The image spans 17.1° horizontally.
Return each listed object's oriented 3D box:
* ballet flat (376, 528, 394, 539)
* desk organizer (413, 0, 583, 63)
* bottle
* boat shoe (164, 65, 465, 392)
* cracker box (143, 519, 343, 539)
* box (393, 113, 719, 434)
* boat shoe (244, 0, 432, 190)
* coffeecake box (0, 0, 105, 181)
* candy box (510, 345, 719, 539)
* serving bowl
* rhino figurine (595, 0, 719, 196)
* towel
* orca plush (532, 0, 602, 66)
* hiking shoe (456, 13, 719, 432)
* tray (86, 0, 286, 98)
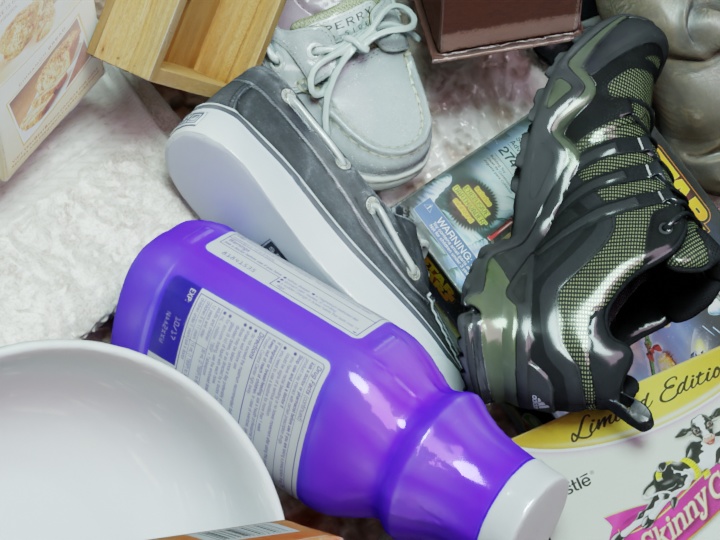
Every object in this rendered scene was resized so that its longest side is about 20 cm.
[{"bbox_3d":[0.009,0.181,0.990,0.067,0.062,0.201,36,52,-51],"label":"ballet flat"},{"bbox_3d":[0.045,-0.198,1.089,0.071,0.077,0.201,-10,56,-8],"label":"desk organizer"},{"bbox_3d":[-0.009,0.055,0.978,0.200,0.084,0.065,29,36,23],"label":"bottle"},{"bbox_3d":[0.000,0.000,1.039,0.200,0.072,0.068,50,56,-8],"label":"boat shoe"},{"bbox_3d":[-0.071,0.204,0.910,0.133,0.058,0.201,-5,93,-27],"label":"cracker box"},{"bbox_3d":[0.118,0.021,1.095,0.137,0.040,0.200,-35,85,-27],"label":"box"},{"bbox_3d":[-0.025,-0.131,1.087,0.074,0.065,0.203,-20,78,-24],"label":"boat shoe"},{"bbox_3d":[-0.189,-0.149,0.940,0.153,0.200,0.073,29,61,17],"label":"coffeecake box"},{"bbox_3d":[0.157,0.136,0.972,0.136,0.061,0.201,-24,60,2],"label":"candy box"},{"bbox_3d":[-0.130,0.125,0.945,0.199,0.066,0.201,-1,92,-28],"label":"serving bowl"},{"bbox_3d":[0.154,-0.116,1.099,0.200,0.087,0.060,61,38,-25],"label":"rhino figurine"},{"bbox_3d":[-0.157,-0.020,1.021,0.200,0.034,0.133,-40,86,-26],"label":"towel"},{"bbox_3d":[0.132,-0.144,1.141,0.199,0.071,0.106,25,65,-9],"label":"orca plush"},{"bbox_3d":[0.112,-0.019,1.025,0.100,0.076,0.201,15,63,14],"label":"hiking shoe"},{"bbox_3d":[-0.046,-0.173,1.012,0.037,0.099,0.201,23,96,20],"label":"tray"}]
